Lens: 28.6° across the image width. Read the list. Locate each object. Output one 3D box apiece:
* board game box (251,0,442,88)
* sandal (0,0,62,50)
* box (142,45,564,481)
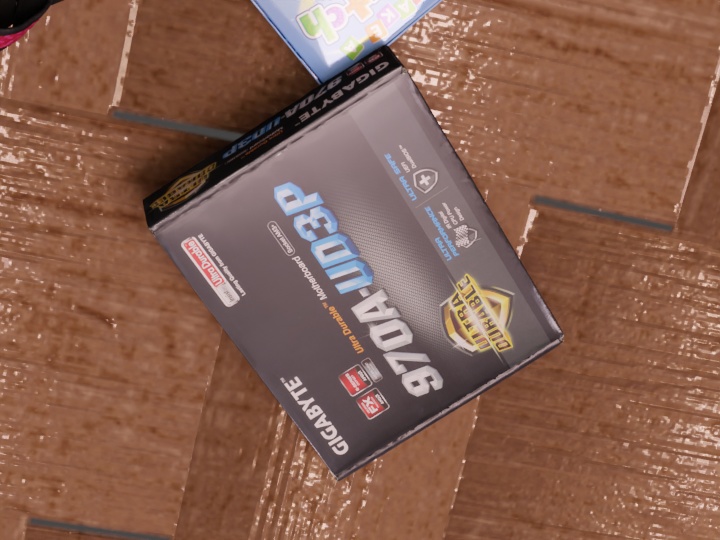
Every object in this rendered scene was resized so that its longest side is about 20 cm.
[{"bbox_3d":[-0.023,-0.217,0.737,0.151,0.037,0.200,-39,107,6],"label":"board game box"},{"bbox_3d":[-0.181,-0.143,0.685,0.200,0.045,0.075,-37,121,-28],"label":"sandal"},{"bbox_3d":[0.000,0.000,0.784,0.159,0.046,0.200,-32,118,3],"label":"box"}]
